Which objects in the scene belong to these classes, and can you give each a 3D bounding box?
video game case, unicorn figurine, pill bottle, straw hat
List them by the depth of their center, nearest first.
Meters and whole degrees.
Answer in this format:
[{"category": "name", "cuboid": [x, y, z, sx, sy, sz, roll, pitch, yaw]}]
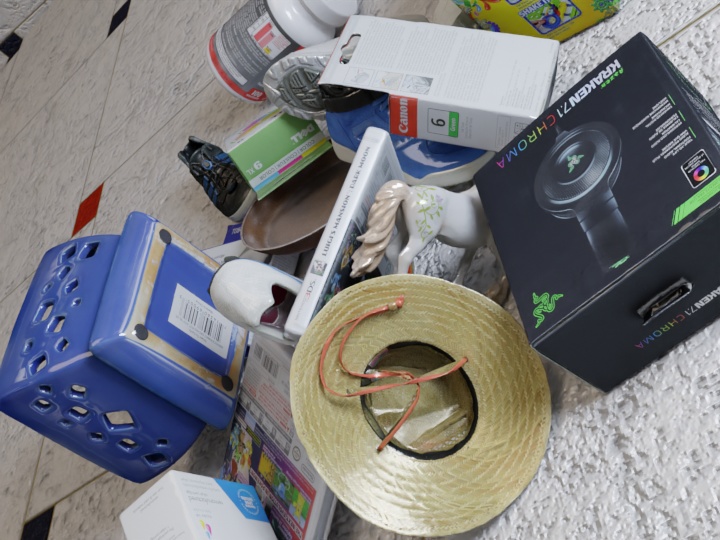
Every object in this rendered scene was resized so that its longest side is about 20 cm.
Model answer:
[{"category": "straw hat", "cuboid": [0.046, 0.100, 0.755, 0.202, 0.200, 0.085, -61, -5, -4]}, {"category": "unicorn figurine", "cuboid": [0.085, -0.035, 0.810, 0.074, 0.199, 0.138, 12, 96, 41]}, {"category": "video game case", "cuboid": [0.000, 0.000, 0.844, 0.023, 0.200, 0.183, 17, 74, 17]}, {"category": "video game case", "cuboid": [-0.072, 0.169, 0.883, 0.200, 0.023, 0.183, 32, 111, 57]}, {"category": "pill bottle", "cuboid": [-0.106, -0.324, 1.299, 0.200, 0.116, 0.116, -32, 41, 35]}]

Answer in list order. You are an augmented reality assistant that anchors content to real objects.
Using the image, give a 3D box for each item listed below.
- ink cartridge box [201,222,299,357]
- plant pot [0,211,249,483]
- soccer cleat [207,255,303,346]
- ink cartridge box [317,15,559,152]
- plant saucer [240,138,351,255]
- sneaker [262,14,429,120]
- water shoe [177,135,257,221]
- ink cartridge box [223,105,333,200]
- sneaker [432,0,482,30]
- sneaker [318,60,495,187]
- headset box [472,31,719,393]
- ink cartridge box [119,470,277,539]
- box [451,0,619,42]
[{"category": "ink cartridge box", "cuboid": [-0.148, 0.010, 1.150, 0.199, 0.041, 0.201, -12, 54, 48]}, {"category": "plant pot", "cuboid": [-0.225, 0.073, 0.990, 0.179, 0.200, 0.201, -26, 41, 32]}, {"category": "soccer cleat", "cuboid": [-0.050, 0.044, 0.868, 0.086, 0.200, 0.070, 35, 100, 39]}, {"category": "ink cartridge box", "cuboid": [0.072, -0.170, 0.873, 0.199, 0.051, 0.109, 11, 52, 13]}, {"category": "plant saucer", "cuboid": [-0.042, -0.082, 1.048, 0.199, 0.032, 0.201, -27, 28, 16]}, {"category": "sneaker", "cuboid": [-0.008, -0.223, 1.040, 0.199, 0.078, 0.100, -10, 29, 20]}, {"category": "water shoe", "cuboid": [-0.193, -0.124, 1.284, 0.072, 0.079, 0.200, -57, 33, 2]}, {"category": "ink cartridge box", "cuboid": [-0.099, -0.147, 1.118, 0.104, 0.059, 0.200, -35, 16, 0]}, {"category": "sneaker", "cuboid": [0.108, -0.236, 0.997, 0.080, 0.076, 0.201, -38, 32, 50]}, {"category": "sneaker", "cuboid": [0.036, -0.153, 0.935, 0.199, 0.112, 0.077, 21, 53, 43]}, {"category": "headset box", "cuboid": [0.190, -0.037, 0.690, 0.174, 0.093, 0.201, -40, 37, 27]}, {"category": "ink cartridge box", "cuboid": [-0.103, 0.267, 0.768, 0.067, 0.116, 0.200, -40, 57, 13]}, {"category": "box", "cuboid": [0.145, -0.346, 0.911, 0.122, 0.192, 0.201, -21, 48, 43]}]
